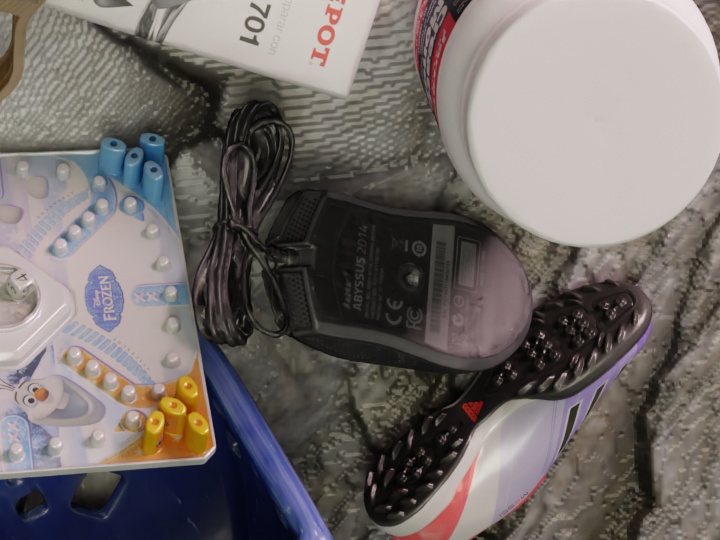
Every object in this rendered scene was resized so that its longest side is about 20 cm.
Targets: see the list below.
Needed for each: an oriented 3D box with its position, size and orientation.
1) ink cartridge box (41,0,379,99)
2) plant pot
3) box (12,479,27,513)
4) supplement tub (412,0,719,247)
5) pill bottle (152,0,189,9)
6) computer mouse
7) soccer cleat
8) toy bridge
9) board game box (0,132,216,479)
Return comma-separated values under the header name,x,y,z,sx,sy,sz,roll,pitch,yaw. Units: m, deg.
name,x,y,z,sx,sy,sz,roll,pitch,yaw
ink cartridge box,-0.079,-0.190,1.115,0.198,0.086,0.147,17,105,-7
plant pot,-0.108,0.177,1.154,0.199,0.200,0.180,-32,137,-6
box,-0.293,0.169,1.188,0.199,0.050,0.200,6,111,-35
supplement tub,0.102,-0.100,1.097,0.139,0.200,0.142,-1,108,-3
pill bottle,-0.097,-0.229,1.001,0.111,0.112,0.201,-23,104,3
computer mouse,0.000,0.000,1.184,0.199,0.053,0.140,18,68,-23
soccer cleat,0.093,0.086,1.236,0.200,0.068,0.073,-43,130,6
toy bridge,-0.215,-0.101,1.116,0.067,0.027,0.200,13,149,-36
board game box,-0.183,0.013,1.109,0.198,0.201,0.026,-3,145,-14
